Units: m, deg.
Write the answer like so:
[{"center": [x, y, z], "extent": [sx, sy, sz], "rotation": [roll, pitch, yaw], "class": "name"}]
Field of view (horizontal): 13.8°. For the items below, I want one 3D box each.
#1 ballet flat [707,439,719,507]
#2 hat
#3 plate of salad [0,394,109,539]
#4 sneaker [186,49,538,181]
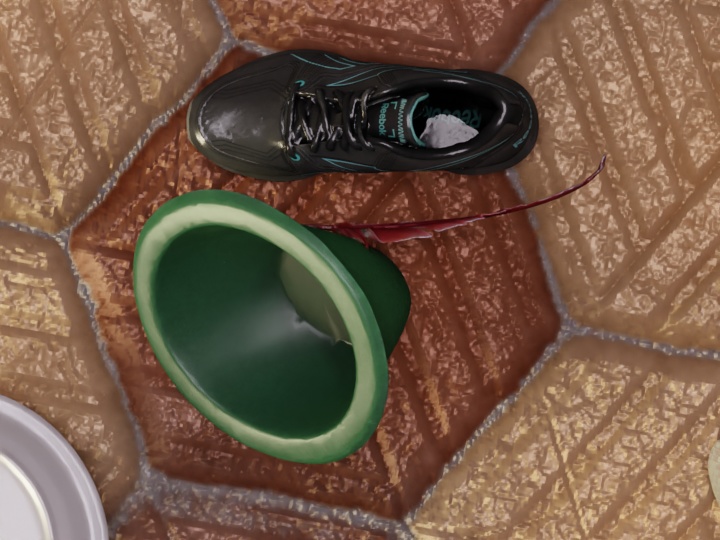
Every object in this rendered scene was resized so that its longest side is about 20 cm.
[{"center": [0.268, 0.169, 1.648], "extent": [0.067, 0.062, 0.200], "rotation": [-38, 87, 2], "class": "ballet flat"}, {"center": [0.000, 0.000, 1.683], "extent": [0.199, 0.176, 0.166], "rotation": [27, 131, 24], "class": "hat"}, {"center": [-0.239, 0.165, 1.685], "extent": [0.199, 0.048, 0.201], "rotation": [-1, 79, 4], "class": "plate of salad"}, {"center": [-0.001, -0.090, 1.659], "extent": [0.199, 0.079, 0.076], "rotation": [-2, 89, 5], "class": "sneaker"}]
